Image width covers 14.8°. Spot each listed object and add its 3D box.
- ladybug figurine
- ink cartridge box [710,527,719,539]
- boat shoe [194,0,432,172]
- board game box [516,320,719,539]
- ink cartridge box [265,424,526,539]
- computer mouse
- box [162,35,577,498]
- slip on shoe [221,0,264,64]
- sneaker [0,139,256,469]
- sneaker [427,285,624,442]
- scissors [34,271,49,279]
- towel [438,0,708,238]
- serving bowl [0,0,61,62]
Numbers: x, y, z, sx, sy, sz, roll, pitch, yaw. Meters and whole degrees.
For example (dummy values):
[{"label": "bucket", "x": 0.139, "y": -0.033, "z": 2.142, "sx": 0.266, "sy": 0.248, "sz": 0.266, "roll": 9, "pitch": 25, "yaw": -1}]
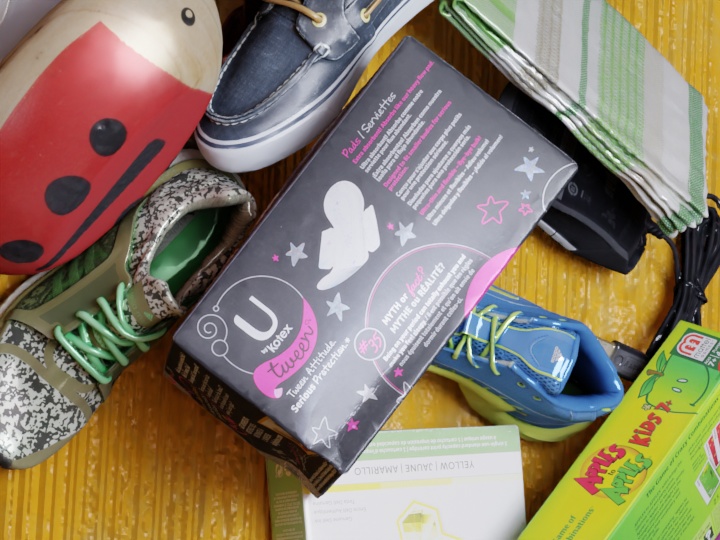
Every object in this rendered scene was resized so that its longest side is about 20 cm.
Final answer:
[{"label": "ladybug figurine", "x": -0.139, "y": -0.069, "z": 1.377, "sx": 0.072, "sy": 0.136, "sz": 0.200, "roll": 45, "pitch": 103, "yaw": 17}, {"label": "ink cartridge box", "x": 0.192, "y": 0.258, "z": 1.584, "sx": 0.137, "sy": 0.076, "sz": 0.200, "roll": 50, "pitch": 62, "yaw": -18}, {"label": "boat shoe", "x": -0.024, "y": -0.146, "z": 1.424, "sx": 0.200, "sy": 0.071, "sz": 0.091, "roll": -48, "pitch": 141, "yaw": -20}, {"label": "board game box", "x": 0.155, "y": 0.136, "z": 1.550, "sx": 0.200, "sy": 0.047, "sz": 0.102, "roll": -50, "pitch": 141, "yaw": -29}, {"label": "ink cartridge box", "x": 0.025, "y": 0.188, "z": 1.515, "sx": 0.145, "sy": 0.048, "sz": 0.201, "roll": -1, "pitch": 82, "yaw": -31}, {"label": "computer mouse", "x": 0.130, "y": -0.015, "z": 1.600, "sx": 0.200, "sy": 0.046, "sz": 0.141, "roll": 32, "pitch": 60, "yaw": -34}, {"label": "box", "x": 0.000, "y": 0.000, "z": 1.425, "sx": 0.115, "sy": 0.132, "sz": 0.200, "roll": 38, "pitch": 78, "yaw": 1}, {"label": "slip on shoe", "x": -0.033, "y": -0.153, "z": 1.511, "sx": 0.061, "sy": 0.074, "sz": 0.200, "roll": 41, "pitch": 71, "yaw": -16}, {"label": "sneaker", "x": -0.124, "y": 0.018, "z": 1.409, "sx": 0.077, "sy": 0.089, "sz": 0.200, "roll": 41, "pitch": 80, "yaw": -19}, {"label": "sneaker", "x": 0.065, "y": 0.027, "z": 1.523, "sx": 0.199, "sy": 0.105, "sz": 0.076, "roll": 30, "pitch": 70, "yaw": -24}, {"label": "scissors", "x": -0.107, "y": -0.057, "z": 1.465, "sx": 0.073, "sy": 0.014, "sz": 0.201, "roll": 28, "pitch": 83, "yaw": -19}, {"label": "towel", "x": 0.123, "y": -0.120, "z": 1.585, "sx": 0.200, "sy": 0.031, "sz": 0.149, "roll": 41, "pitch": 28, "yaw": -18}, {"label": "serving bowl", "x": -0.227, "y": -0.143, "z": 1.398, "sx": 0.199, "sy": 0.066, "sz": 0.201, "roll": 4, "pitch": 83, "yaw": -29}]
